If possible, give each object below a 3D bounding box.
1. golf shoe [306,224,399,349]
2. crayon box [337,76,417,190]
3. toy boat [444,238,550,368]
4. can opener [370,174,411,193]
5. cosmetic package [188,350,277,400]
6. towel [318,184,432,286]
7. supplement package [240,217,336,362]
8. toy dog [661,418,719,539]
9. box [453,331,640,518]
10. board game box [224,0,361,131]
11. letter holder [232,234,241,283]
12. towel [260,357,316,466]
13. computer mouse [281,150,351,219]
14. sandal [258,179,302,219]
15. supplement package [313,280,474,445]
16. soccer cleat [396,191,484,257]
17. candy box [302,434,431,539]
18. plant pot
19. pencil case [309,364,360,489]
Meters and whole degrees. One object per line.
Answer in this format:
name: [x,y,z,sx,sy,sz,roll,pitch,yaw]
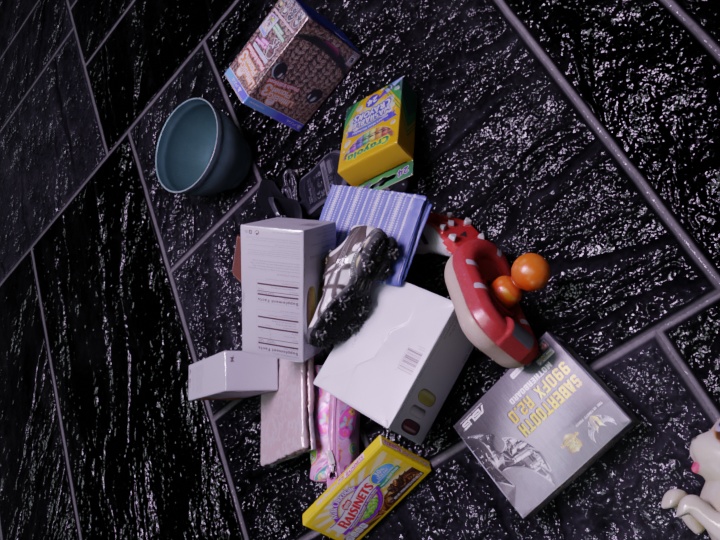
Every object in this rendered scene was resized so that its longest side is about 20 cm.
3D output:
golf shoe: [-0.025,0.022,0.958,0.094,0.078,0.200,36,92,46]
crayon box: [0.030,-0.225,1.093,0.126,0.052,0.200,-22,46,32]
toy boat: [0.201,0.025,0.877,0.131,0.130,0.200,-41,32,21]
can opener: [0.024,-0.086,1.115,0.063,0.079,0.200,27,103,0]
cosmetic package: [-0.238,0.197,1.181,0.200,0.101,0.071,-26,63,55]
towel: [0.010,-0.060,1.014,0.200,0.024,0.145,14,82,39]
supplement package: [-0.110,0.025,0.994,0.109,0.114,0.200,6,104,23]
toy dog: [0.424,0.252,0.675,0.194,0.140,0.200,-16,70,20]
box: [0.247,0.209,0.875,0.200,0.048,0.158,-50,55,19]
board game box: [-0.129,-0.394,1.227,0.200,0.159,0.097,-46,57,22]
letter holder: [-0.141,0.030,1.163,0.200,0.100,0.142,26,109,42]
towel: [-0.127,0.231,1.113,0.200,0.032,0.191,-38,49,53]
computer mouse: [-0.069,-0.157,1.203,0.200,0.053,0.139,-25,67,45]
sandal: [-0.165,-0.115,1.237,0.200,0.043,0.076,41,127,51]
supplement package: [0.058,0.130,0.968,0.156,0.111,0.200,23,79,38]
soccer cleat: [0.116,-0.054,1.030,0.200,0.069,0.085,27,137,22]
candy box: [0.008,0.347,0.999,0.200,0.102,0.026,-50,20,18]
plant pot: [-0.317,-0.244,1.356,0.200,0.134,0.201,-9,74,37]
pencil case: [-0.042,0.255,1.063,0.087,0.087,0.200,-9,72,36]
